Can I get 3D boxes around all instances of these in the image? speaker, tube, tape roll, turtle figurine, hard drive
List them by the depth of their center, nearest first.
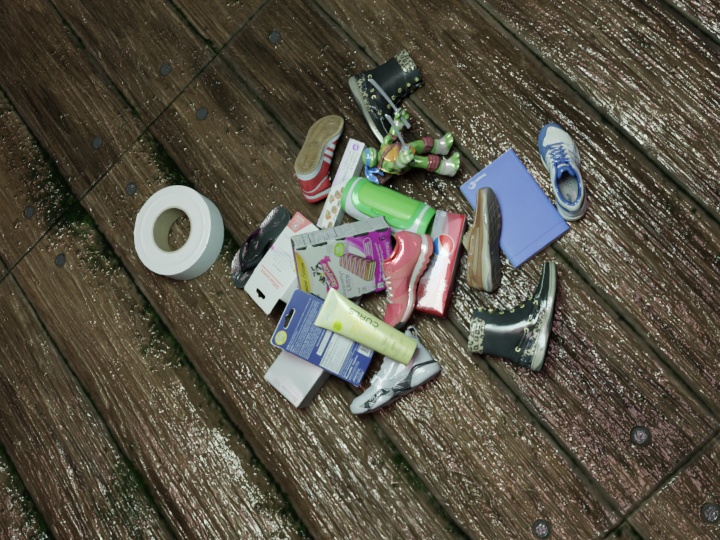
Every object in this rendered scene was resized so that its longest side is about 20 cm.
[{"bbox_3d":[0.013,0.114,1.287,0.196,0.052,0.059,29,52,3],"label":"tube"},{"bbox_3d":[0.105,-0.262,1.344,0.188,0.144,0.206,2,106,-17],"label":"turtle figurine"},{"bbox_3d":[0.307,-0.125,1.356,0.130,0.025,0.203,-35,73,8],"label":"hard drive"},{"bbox_3d":[0.058,-0.123,1.396,0.196,0.088,0.090,25,87,19],"label":"speaker"},{"bbox_3d":[-0.412,-0.085,1.532,0.196,0.071,0.209,-3,80,16],"label":"tape roll"}]

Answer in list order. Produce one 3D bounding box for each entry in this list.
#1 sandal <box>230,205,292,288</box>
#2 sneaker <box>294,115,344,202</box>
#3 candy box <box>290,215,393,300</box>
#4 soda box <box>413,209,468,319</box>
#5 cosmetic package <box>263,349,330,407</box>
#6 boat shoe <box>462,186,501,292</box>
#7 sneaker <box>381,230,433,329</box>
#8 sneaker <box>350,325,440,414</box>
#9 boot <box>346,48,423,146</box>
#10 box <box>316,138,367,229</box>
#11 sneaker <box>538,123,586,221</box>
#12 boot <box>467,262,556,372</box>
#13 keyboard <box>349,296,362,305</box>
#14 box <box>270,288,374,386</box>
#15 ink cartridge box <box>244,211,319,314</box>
[{"bbox_3d":[-0.228,-0.056,1.484,0.074,0.048,0.203,32,89,19],"label":"sandal"},{"bbox_3d":[-0.083,-0.240,1.477,0.069,0.114,0.203,12,53,19],"label":"sneaker"},{"bbox_3d":[-0.033,-0.016,1.344,0.194,0.061,0.140,-13,120,-8],"label":"candy box"},{"bbox_3d":[0.163,-0.011,1.352,0.062,0.070,0.206,12,83,16],"label":"soda box"},{"bbox_3d":[-0.098,0.171,1.390,0.101,0.074,0.202,36,91,17],"label":"cosmetic package"},{"bbox_3d":[0.233,-0.060,1.327,0.070,0.075,0.207,1,92,35],"label":"boat shoe"},{"bbox_3d":[0.070,0.016,1.324,0.085,0.074,0.206,17,95,-19],"label":"sneaker"},{"bbox_3d":[0.052,0.199,1.345,0.196,0.075,0.117,-29,73,3],"label":"sneaker"},{"bbox_3d":[0.074,-0.361,1.444,0.151,0.073,0.207,-29,75,6],"label":"boot"},{"bbox_3d":[-0.037,-0.179,1.458,0.038,0.041,0.205,19,86,18],"label":"box"},{"bbox_3d":[0.398,-0.202,1.312,0.073,0.088,0.206,-18,74,13],"label":"sneaker"},{"bbox_3d":[0.292,0.076,1.291,0.149,0.073,0.210,9,82,20],"label":"boot"},{"bbox_3d":[0.000,0.000,1.431,0.055,0.011,0.204,24,87,24],"label":"keyboard"},{"bbox_3d":[-0.065,0.128,1.320,0.196,0.032,0.124,27,93,-10],"label":"box"},{"bbox_3d":[-0.145,-0.005,1.424,0.202,0.067,0.116,-53,48,1],"label":"ink cartridge box"}]
